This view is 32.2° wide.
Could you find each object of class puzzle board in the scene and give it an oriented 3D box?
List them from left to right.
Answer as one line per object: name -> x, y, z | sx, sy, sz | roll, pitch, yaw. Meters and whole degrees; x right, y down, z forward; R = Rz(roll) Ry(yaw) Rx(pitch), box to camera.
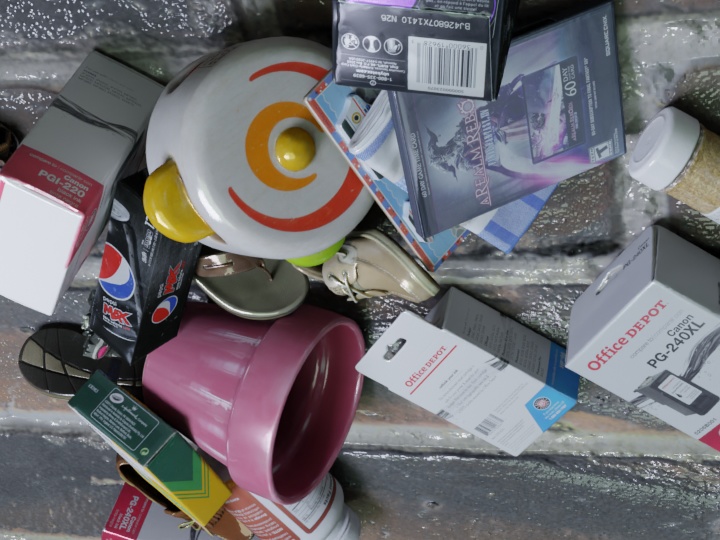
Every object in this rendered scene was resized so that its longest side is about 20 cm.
puzzle board -> 0.058, -0.118, 1.046 | 0.017, 0.151, 0.200 | 13, 147, 55

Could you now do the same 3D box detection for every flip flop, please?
flip flop -> -0.290, 0.121, 1.414 | 0.200, 0.081, 0.058 | 11, 153, 1
flip flop -> -0.139, -0.025, 1.216 | 0.200, 0.081, 0.058 | 39, 161, -1

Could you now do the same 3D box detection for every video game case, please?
video game case -> 0.124, -0.123, 1.013 | 0.200, 0.019, 0.143 | -24, 125, -15

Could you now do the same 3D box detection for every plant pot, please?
plant pot -> -0.117, 0.118, 1.291 | 0.179, 0.200, 0.200 | 18, 136, 22

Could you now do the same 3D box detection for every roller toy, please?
roller toy -> -0.079, -0.102, 1.048 | 0.200, 0.183, 0.140 | 11, 179, -26

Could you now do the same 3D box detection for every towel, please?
towel -> 0.098, -0.113, 1.031 | 0.200, 0.024, 0.147 | 31, 97, -34

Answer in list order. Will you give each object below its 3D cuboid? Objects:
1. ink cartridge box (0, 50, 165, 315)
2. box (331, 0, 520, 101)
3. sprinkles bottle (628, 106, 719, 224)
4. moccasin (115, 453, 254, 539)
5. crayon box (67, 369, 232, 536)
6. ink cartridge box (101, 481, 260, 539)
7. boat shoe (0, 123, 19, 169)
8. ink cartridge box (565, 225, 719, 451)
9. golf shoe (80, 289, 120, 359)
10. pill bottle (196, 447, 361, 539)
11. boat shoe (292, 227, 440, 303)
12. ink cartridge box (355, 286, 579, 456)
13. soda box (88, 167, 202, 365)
ink cartridge box -> -0.263, -0.081, 1.134 | 0.085, 0.200, 0.146 | 25, 134, -7
box -> 0.057, -0.224, 0.905 | 0.122, 0.200, 0.106 | 9, 133, 9
sprinkles bottle -> 0.328, -0.063, 1.059 | 0.200, 0.068, 0.068 | 28, 133, -9
moccasin -> -0.211, 0.275, 1.523 | 0.074, 0.078, 0.201 | -38, 112, 21
crayon box -> -0.215, 0.196, 1.325 | 0.126, 0.052, 0.200 | 32, 161, 30
ink cartridge box -> -0.231, 0.373, 1.616 | 0.200, 0.083, 0.145 | 18, 134, 1
boat shoe -> -0.378, -0.112, 1.231 | 0.072, 0.072, 0.200 | -4, 130, 19
ink cartridge box -> 0.312, 0.069, 1.163 | 0.200, 0.083, 0.145 | 28, 133, -9
golf shoe -> -0.232, 0.019, 1.319 | 0.088, 0.077, 0.200 | 9, 138, -23
pill bottle -> -0.093, 0.259, 1.451 | 0.112, 0.112, 0.200 | -25, 120, 34
boat shoe -> 0.000, 0.000, 1.145 | 0.072, 0.065, 0.200 | 47, 168, -33
ink cartridge box -> 0.110, 0.095, 1.271 | 0.200, 0.067, 0.116 | 29, 133, -11
soda box -> -0.199, -0.006, 1.175 | 0.063, 0.071, 0.200 | 39, 134, 19
